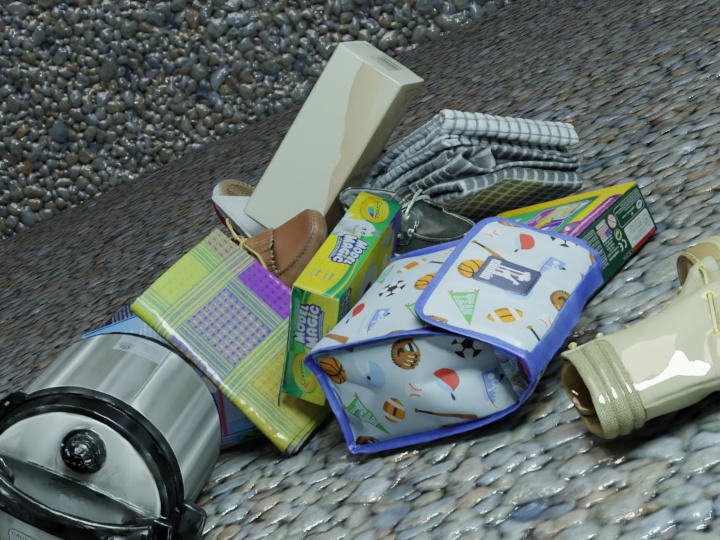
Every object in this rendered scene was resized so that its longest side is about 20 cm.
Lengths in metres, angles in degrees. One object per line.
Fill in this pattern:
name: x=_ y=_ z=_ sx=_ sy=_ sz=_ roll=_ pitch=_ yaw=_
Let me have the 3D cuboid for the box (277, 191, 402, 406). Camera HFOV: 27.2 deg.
box: x=-0.020 y=0.028 z=1.304 sx=0.048 sy=0.118 sz=0.200 roll=18 pitch=35 yaw=14

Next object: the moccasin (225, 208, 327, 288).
moccasin: x=-0.117 y=-0.002 z=1.458 sx=0.201 sy=0.078 sz=0.074 roll=-27 pitch=43 yaw=29

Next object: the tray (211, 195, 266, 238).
tray: x=-0.055 y=-0.045 z=1.602 sx=0.199 sy=0.022 sz=0.107 roll=0 pitch=29 yaw=-37

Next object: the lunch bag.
lunch bag: x=0.082 y=0.046 z=1.191 sx=0.199 sy=0.124 sz=0.170 roll=-13 pitch=23 yaw=37

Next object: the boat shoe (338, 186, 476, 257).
boat shoe: x=0.044 y=-0.042 z=1.399 sx=0.200 sy=0.071 sz=0.072 roll=8 pitch=34 yaw=46

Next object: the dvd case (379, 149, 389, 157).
dvd case: x=-0.031 y=-0.082 z=1.729 sx=0.200 sy=0.025 sz=0.150 roll=-32 pitch=-17 yaw=31

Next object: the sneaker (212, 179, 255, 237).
sneaker: x=-0.121 y=-0.016 z=1.675 sx=0.112 sy=0.200 sz=0.071 roll=-25 pitch=38 yaw=33

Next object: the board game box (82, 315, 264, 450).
board game box: x=-0.173 y=0.105 z=1.417 sx=0.199 sy=0.152 sz=0.037 roll=-19 pitch=-25 yaw=24

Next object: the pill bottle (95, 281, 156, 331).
pill bottle: x=-0.224 y=0.087 z=1.590 sx=0.200 sy=0.111 sz=0.111 roll=-38 pitch=13 yaw=5

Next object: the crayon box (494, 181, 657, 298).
crayon box: x=0.151 y=-0.001 z=1.374 sx=0.172 sy=0.058 sz=0.200 roll=-14 pitch=18 yaw=45

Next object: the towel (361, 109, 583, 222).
towel: x=0.113 y=-0.086 z=1.522 sx=0.165 sy=0.086 sz=0.200 roll=3 pitch=-18 yaw=-29

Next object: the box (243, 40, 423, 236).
box: x=-0.027 y=-0.125 z=1.498 sx=0.200 sy=0.078 sz=0.095 roll=-59 pitch=-9 yaw=19

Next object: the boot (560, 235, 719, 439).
boot: x=0.213 y=0.047 z=1.056 sx=0.155 sy=0.073 sz=0.200 roll=-23 pitch=20 yaw=4

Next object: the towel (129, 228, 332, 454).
towel: x=-0.095 y=0.064 z=1.336 sx=0.144 sy=0.200 sz=0.023 roll=-45 pitch=-4 yaw=-45

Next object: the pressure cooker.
pressure cooker: x=-0.219 y=0.158 z=1.218 sx=0.175 sy=0.179 sz=0.200 roll=-19 pitch=15 yaw=16
